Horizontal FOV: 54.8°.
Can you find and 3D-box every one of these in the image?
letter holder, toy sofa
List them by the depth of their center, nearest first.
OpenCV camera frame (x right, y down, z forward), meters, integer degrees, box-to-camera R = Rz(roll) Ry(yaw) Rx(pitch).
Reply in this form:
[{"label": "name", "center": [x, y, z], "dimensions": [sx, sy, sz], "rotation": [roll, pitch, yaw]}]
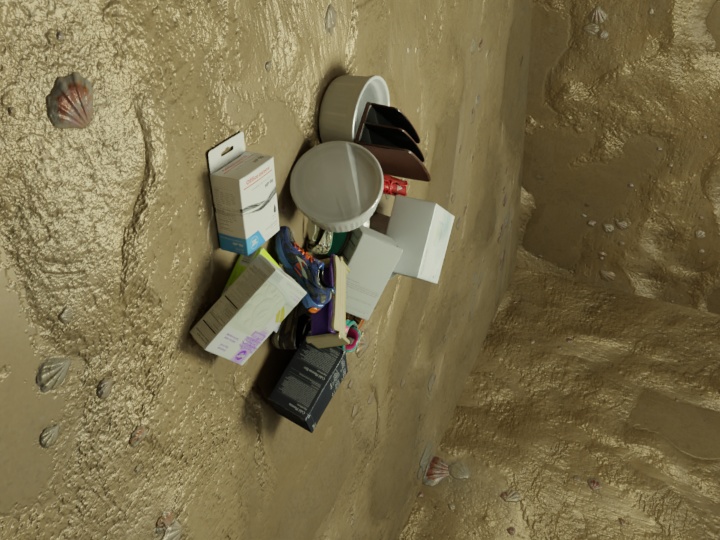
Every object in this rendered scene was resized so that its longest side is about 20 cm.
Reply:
[{"label": "toy sofa", "center": [-0.077, 0.068, 1.568], "dimensions": [0.098, 0.083, 0.200], "rotation": [49, 36, -58]}, {"label": "letter holder", "center": [0.094, -0.288, 1.590], "dimensions": [0.200, 0.142, 0.101], "rotation": [33, 73, -67]}]

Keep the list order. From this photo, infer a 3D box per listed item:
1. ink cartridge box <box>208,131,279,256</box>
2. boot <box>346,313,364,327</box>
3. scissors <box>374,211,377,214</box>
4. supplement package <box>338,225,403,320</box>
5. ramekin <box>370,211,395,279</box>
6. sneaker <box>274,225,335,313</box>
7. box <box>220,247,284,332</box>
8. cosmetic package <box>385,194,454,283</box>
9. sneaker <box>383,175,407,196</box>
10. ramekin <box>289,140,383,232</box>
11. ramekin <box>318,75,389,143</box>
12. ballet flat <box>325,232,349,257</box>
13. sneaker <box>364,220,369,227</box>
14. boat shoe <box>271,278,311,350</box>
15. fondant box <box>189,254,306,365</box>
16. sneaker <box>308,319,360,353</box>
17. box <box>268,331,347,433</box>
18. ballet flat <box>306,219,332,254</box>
[{"label": "ink cartridge box", "center": [-0.215, -0.144, 1.299], "dimensions": [0.116, 0.068, 0.200], "rotation": [-49, 146, -48]}, {"label": "boot", "center": [-0.009, 0.109, 1.967], "dimensions": [0.107, 0.075, 0.200], "rotation": [101, 15, -51]}, {"label": "scissors", "center": [0.013, -0.149, 1.782], "dimensions": [0.200, 0.014, 0.073], "rotation": [44, 46, -68]}, {"label": "supplement package", "center": [0.000, 0.000, 1.726], "dimensions": [0.200, 0.117, 0.117], "rotation": [-63, -161, 11]}, {"label": "ramekin", "center": [0.051, -0.062, 1.938], "dimensions": [0.200, 0.105, 0.201], "rotation": [-48, 146, -49]}, {"label": "sneaker", "center": [-0.118, -0.011, 1.508], "dimensions": [0.200, 0.078, 0.075], "rotation": [61, 14, -2]}, {"label": "box", "center": [-0.208, 0.041, 1.458], "dimensions": [0.122, 0.048, 0.200], "rotation": [-67, 156, -17]}, {"label": "cosmetic package", "center": [0.154, -0.080, 1.875], "dimensions": [0.200, 0.123, 0.200], "rotation": [14, 90, -67]}, {"label": "sneaker", "center": [0.061, -0.231, 1.840], "dimensions": [0.200, 0.115, 0.079], "rotation": [-27, 128, -63]}, {"label": "ramekin", "center": [-0.048, -0.176, 1.523], "dimensions": [0.094, 0.202, 0.203], "rotation": [77, 33, -70]}, {"label": "ramekin", "center": [-0.015, -0.355, 1.608], "dimensions": [0.200, 0.098, 0.201], "rotation": [-49, 146, -49]}, {"label": "ballet flat", "center": [-0.046, -0.130, 1.719], "dimensions": [0.067, 0.068, 0.200], "rotation": [-18, 122, -74]}, {"label": "sneaker", "center": [-0.033, -0.055, 1.804], "dimensions": [0.092, 0.076, 0.200], "rotation": [-11, 106, -58]}, {"label": "boat shoe", "center": [-0.138, 0.095, 1.624], "dimensions": [0.200, 0.073, 0.074], "rotation": [-71, 158, -11]}, {"label": "fondant box", "center": [-0.214, 0.080, 1.349], "dimensions": [0.200, 0.058, 0.144], "rotation": [-47, 152, 0]}, {"label": "sneaker", "center": [-0.063, 0.160, 1.714], "dimensions": [0.200, 0.121, 0.084], "rotation": [113, 1, -72]}, {"label": "box", "center": [-0.120, 0.270, 1.651], "dimensions": [0.182, 0.104, 0.200], "rotation": [-60, 169, -19]}, {"label": "ballet flat", "center": [-0.087, -0.134, 1.627], "dimensions": [0.075, 0.068, 0.200], "rotation": [2, 105, -51]}]
